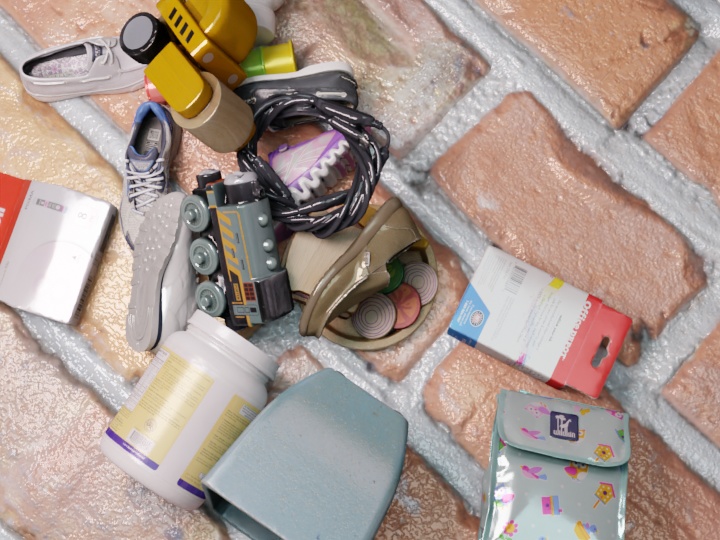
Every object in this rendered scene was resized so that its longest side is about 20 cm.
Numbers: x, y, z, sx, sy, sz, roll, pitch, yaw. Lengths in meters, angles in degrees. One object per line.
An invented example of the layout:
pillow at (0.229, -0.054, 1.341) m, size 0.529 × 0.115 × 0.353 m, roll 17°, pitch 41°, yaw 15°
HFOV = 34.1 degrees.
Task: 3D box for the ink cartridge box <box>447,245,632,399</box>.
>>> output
ink cartridge box at (0.219, 0.068, 1.444) m, size 0.198 × 0.067 × 0.117 m, roll 27°, pitch 81°, yaw 6°

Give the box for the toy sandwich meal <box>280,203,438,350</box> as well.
toy sandwich meal at (0.000, 0.000, 1.461) m, size 0.202 × 0.070 × 0.209 m, roll 0°, pitch 79°, yaw 1°

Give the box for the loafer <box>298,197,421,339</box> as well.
loafer at (0.001, 0.005, 1.393) m, size 0.067 × 0.076 × 0.201 m, roll 37°, pitch 86°, yaw 4°

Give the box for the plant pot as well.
plant pot at (-0.045, 0.234, 1.362) m, size 0.195 × 0.196 × 0.201 m, roll 33°, pitch 70°, yaw 8°

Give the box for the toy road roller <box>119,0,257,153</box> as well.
toy road roller at (-0.179, -0.256, 1.401) m, size 0.146 × 0.123 × 0.201 m, roll -42°, pitch 60°, yaw 8°

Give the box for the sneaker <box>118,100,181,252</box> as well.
sneaker at (-0.274, -0.120, 1.484) m, size 0.076 × 0.085 × 0.203 m, roll 1°, pitch 79°, yaw 1°

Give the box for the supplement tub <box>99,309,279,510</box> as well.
supplement tub at (-0.200, 0.164, 1.394) m, size 0.144 × 0.146 × 0.201 m, roll 32°, pitch 81°, yaw 7°

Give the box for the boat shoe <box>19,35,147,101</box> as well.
boat shoe at (-0.344, -0.272, 1.523) m, size 0.197 × 0.069 × 0.073 m, roll -7°, pitch 79°, yaw -2°

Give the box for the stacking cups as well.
stacking cups at (-0.180, -0.251, 1.526) m, size 0.197 × 0.061 × 0.061 m, roll -11°, pitch 78°, yaw 3°

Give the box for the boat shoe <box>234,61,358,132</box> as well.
boat shoe at (-0.100, -0.211, 1.494) m, size 0.197 × 0.076 × 0.061 m, roll -16°, pitch 65°, yaw 9°

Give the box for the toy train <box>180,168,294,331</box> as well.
toy train at (-0.146, -0.024, 1.413) m, size 0.113 × 0.085 × 0.203 m, roll -1°, pitch 104°, yaw 36°

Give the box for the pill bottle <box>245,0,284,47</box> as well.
pill bottle at (-0.149, -0.400, 1.524) m, size 0.109 × 0.111 × 0.203 m, roll 0°, pitch 79°, yaw 1°

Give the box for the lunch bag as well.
lunch bag at (0.229, 0.246, 1.383) m, size 0.168 × 0.122 × 0.203 m, roll 9°, pitch 71°, yaw 5°

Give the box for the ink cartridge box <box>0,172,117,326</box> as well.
ink cartridge box at (-0.427, -0.035, 1.488) m, size 0.197 × 0.057 × 0.165 m, roll 18°, pitch 81°, yaw 0°

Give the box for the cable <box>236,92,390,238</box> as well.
cable at (-0.067, -0.131, 1.428) m, size 0.198 × 0.051 × 0.165 m, roll 20°, pitch 92°, yaw 16°

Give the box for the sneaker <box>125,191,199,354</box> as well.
sneaker at (-0.234, 0.005, 1.453) m, size 0.076 × 0.080 × 0.203 m, roll 13°, pitch 91°, yaw 48°

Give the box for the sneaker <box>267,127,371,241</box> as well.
sneaker at (-0.071, -0.136, 1.490) m, size 0.088 × 0.081 × 0.200 m, roll 42°, pitch 83°, yaw 16°
